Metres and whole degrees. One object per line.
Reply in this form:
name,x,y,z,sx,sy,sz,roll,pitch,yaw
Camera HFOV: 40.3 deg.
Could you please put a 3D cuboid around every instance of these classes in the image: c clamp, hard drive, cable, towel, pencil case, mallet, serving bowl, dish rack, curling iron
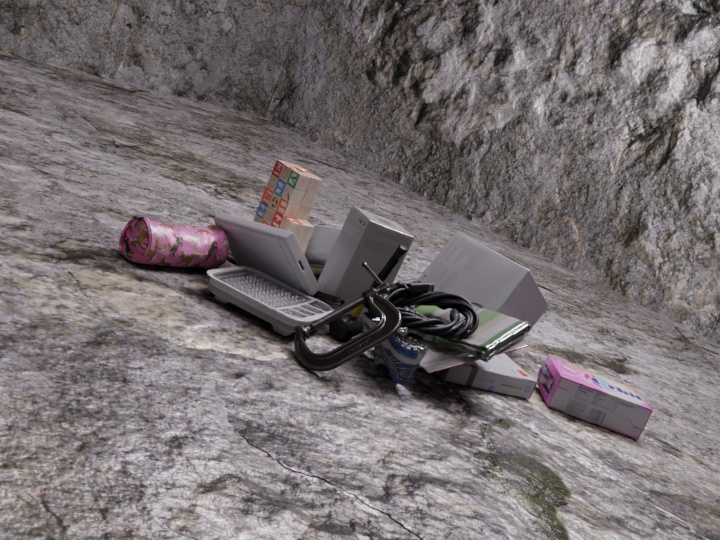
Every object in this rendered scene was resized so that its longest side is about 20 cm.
c clamp,-0.024,0.081,1.540,0.200,0.027,0.171,-32,42,-18
hard drive,-0.170,-0.031,1.755,0.200,0.027,0.132,18,-38,43
cable,0.100,0.071,1.622,0.199,0.051,0.163,-7,32,-46
towel,0.172,0.099,1.683,0.199,0.031,0.149,15,25,38
pencil case,-0.321,-0.047,1.709,0.083,0.087,0.200,-16,-14,36
mallet,0.012,0.039,1.664,0.041,0.200,0.066,43,30,20
serving bowl,-0.065,-0.030,1.950,0.199,0.066,0.200,8,-13,2
dish rack,-0.154,0.053,1.658,0.199,0.044,0.172,27,14,18
curling iron,-0.086,0.036,1.764,0.025,0.050,0.200,27,-4,-32

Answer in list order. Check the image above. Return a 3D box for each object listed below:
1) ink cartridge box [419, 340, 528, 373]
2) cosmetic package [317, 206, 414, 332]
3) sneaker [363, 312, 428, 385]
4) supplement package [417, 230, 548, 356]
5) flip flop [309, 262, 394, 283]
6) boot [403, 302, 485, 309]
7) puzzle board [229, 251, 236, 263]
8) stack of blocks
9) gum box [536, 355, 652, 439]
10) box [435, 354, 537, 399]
ink cartridge box,0.157,0.133,1.684,0.199,0.045,0.176,-12,26,-24
cosmetic package,0.000,0.000,1.778,0.107,0.201,0.085,20,13,-32
sneaker,0.044,0.127,1.604,0.077,0.086,0.200,10,14,-17
supplement package,0.248,0.051,2.009,0.200,0.152,0.151,32,-12,39
flip flop,-0.025,0.030,1.905,0.199,0.058,0.081,11,-21,-5
boot,0.136,0.090,1.867,0.131,0.070,0.200,4,-2,-35
puzzle board,-0.163,-0.004,1.951,0.150,0.017,0.200,30,15,26
stack of blocks,-0.144,-0.095,1.861,0.058,0.201,0.115,11,16,-42
gum box,0.434,0.237,1.851,0.199,0.066,0.114,21,13,-6
box,0.203,0.168,1.802,0.199,0.041,0.156,14,16,-30
